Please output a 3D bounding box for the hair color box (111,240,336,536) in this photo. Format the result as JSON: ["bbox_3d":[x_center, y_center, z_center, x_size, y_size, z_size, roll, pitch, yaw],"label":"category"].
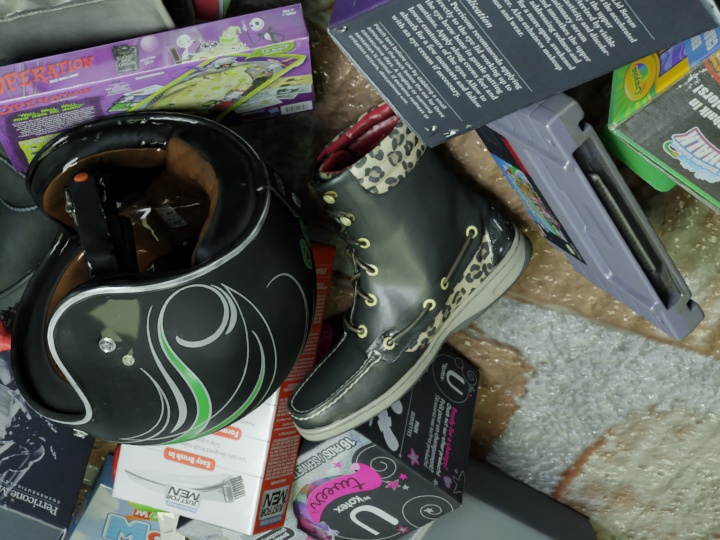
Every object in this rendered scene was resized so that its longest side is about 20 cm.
[{"bbox_3d":[-0.093,0.069,1.441,0.111,0.201,0.064,13,-177,21],"label":"hair color box"}]

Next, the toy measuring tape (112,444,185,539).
[{"bbox_3d":[-0.156,0.187,1.639,0.073,0.074,0.201,4,116,9],"label":"toy measuring tape"}]

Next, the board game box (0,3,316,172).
[{"bbox_3d":[-0.128,-0.111,1.303,0.199,0.032,0.120,-12,168,-3],"label":"board game box"}]

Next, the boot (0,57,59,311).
[{"bbox_3d":[-0.250,-0.067,1.426,0.198,0.073,0.162,-31,125,28],"label":"boot"}]

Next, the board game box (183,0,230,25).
[{"bbox_3d":[-0.186,-0.180,1.327,0.200,0.030,0.096,22,136,-7],"label":"board game box"}]

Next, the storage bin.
[{"bbox_3d":[0.088,0.225,1.628,0.200,0.146,0.134,30,107,-18],"label":"storage bin"}]

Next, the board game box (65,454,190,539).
[{"bbox_3d":[-0.175,0.245,1.766,0.151,0.037,0.200,22,136,-10],"label":"board game box"}]

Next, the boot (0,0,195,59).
[{"bbox_3d":[-0.218,-0.185,1.259,0.199,0.073,0.182,-3,147,22],"label":"boot"}]

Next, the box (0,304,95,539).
[{"bbox_3d":[-0.298,0.113,1.547,0.200,0.182,0.104,22,136,-11],"label":"box"}]

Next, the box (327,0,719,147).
[{"bbox_3d":[0.098,-0.181,1.172,0.200,0.148,0.104,-23,127,31],"label":"box"}]

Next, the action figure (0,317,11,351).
[{"bbox_3d":[-0.169,0.035,1.520,0.199,0.052,0.065,0,178,-5],"label":"action figure"}]

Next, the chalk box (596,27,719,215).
[{"bbox_3d":[0.228,-0.119,1.226,0.125,0.124,0.200,34,134,-23],"label":"chalk box"}]

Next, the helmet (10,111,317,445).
[{"bbox_3d":[-0.127,0.016,1.320,0.199,0.200,0.191,6,140,7],"label":"helmet"}]

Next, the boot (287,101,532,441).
[{"bbox_3d":[0.000,-0.001,1.387,0.204,0.073,0.154,-42,120,-5],"label":"boot"}]

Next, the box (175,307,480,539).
[{"bbox_3d":[-0.022,0.134,1.542,0.115,0.132,0.200,35,133,-25],"label":"box"}]

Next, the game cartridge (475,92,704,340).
[{"bbox_3d":[0.133,-0.049,1.329,0.130,0.038,0.200,32,162,53],"label":"game cartridge"}]
